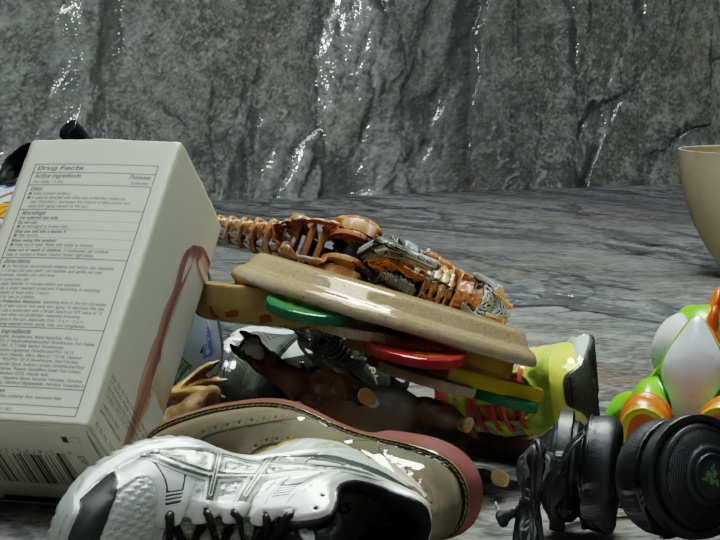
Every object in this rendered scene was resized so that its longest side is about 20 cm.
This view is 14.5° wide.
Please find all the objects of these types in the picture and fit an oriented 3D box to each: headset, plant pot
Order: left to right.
[{"bbox_3d":[0.141,0.122,1.506,0.123,0.095,0.200,0,-12,36],"label":"headset"},{"bbox_3d":[0.433,-0.061,2.976,0.199,0.135,0.200,0,5,0],"label":"plant pot"}]

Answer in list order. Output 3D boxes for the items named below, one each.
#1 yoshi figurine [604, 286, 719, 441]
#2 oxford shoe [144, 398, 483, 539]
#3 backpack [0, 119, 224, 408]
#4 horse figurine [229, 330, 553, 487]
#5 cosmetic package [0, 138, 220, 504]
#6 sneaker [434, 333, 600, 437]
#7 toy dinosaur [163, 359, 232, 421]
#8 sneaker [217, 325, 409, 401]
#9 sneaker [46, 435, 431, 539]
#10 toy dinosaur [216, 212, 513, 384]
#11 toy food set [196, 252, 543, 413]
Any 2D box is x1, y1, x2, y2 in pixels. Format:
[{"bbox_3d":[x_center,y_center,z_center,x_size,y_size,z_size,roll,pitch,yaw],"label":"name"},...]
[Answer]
[{"bbox_3d":[0.206,0.090,1.754,0.112,0.112,0.200,-40,7,21],"label":"yoshi figurine"},{"bbox_3d":[-0.039,0.111,1.499,0.199,0.071,0.075,2,11,25],"label":"oxford shoe"},{"bbox_3d":[-0.189,0.028,1.804,0.154,0.201,0.190,2,24,46],"label":"backpack"},{"bbox_3d":[0.021,0.089,1.686,0.199,0.050,0.133,17,-2,-11],"label":"horse figurine"},{"bbox_3d":[-0.159,0.029,1.624,0.103,0.201,0.087,2,-36,21],"label":"cosmetic package"},{"bbox_3d":[0.097,0.084,1.792,0.090,0.079,0.200,-1,-6,-11],"label":"sneaker"},{"bbox_3d":[-0.103,0.092,1.724,0.199,0.061,0.106,0,7,2],"label":"toy dinosaur"},{"bbox_3d":[-0.029,0.070,1.923,0.090,0.067,0.200,1,3,28],"label":"sneaker"},{"bbox_3d":[-0.053,0.121,1.358,0.199,0.076,0.087,-9,18,-36],"label":"sneaker"},{"bbox_3d":[0.000,0.000,1.840,0.200,0.102,0.136,40,-20,11],"label":"toy dinosaur"},{"bbox_3d":[0.011,0.035,1.694,0.199,0.049,0.197,17,0,-40],"label":"toy food set"}]
